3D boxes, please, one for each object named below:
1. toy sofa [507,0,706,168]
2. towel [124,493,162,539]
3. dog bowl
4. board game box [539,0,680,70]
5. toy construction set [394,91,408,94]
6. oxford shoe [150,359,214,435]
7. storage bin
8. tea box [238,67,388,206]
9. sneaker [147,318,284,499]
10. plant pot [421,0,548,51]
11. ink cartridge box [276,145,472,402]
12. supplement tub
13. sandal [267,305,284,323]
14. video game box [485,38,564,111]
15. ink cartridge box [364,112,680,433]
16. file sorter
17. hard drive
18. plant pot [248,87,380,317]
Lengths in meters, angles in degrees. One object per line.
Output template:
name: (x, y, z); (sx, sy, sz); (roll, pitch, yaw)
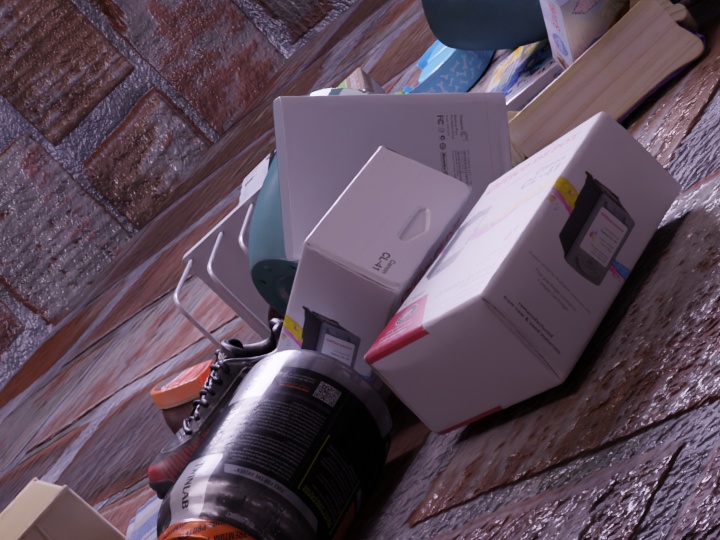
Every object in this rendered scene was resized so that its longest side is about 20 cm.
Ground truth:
toy sofa: (0.208, -0.160, 1.701); (0.200, 0.098, 0.083); (-43, -14, 9)
towel: (-0.155, 0.220, 1.744); (0.147, 0.024, 0.200); (-41, 13, 7)
dog bowl: (0.119, -0.262, 2.455); (0.111, 0.050, 0.200); (-40, 13, 27)
board game box: (0.251, -0.274, 1.749); (0.199, 0.041, 0.200); (-40, -18, 0)
toy construction set: (0.037, -0.103, 1.931); (0.092, 0.131, 0.200); (94, 163, -47)
oxford shoe: (-0.099, 0.114, 1.842); (0.200, 0.073, 0.071); (-17, 13, 29)
storage bin: (-0.334, 0.306, 1.906); (0.199, 0.094, 0.200); (-48, 12, -15)
tea box: (-0.022, -0.102, 2.152); (0.197, 0.134, 0.200); (-43, 11, 7)
sneaker: (-0.116, 0.116, 1.714); (0.200, 0.098, 0.071); (-37, 15, -2)
plant pot: (0.167, -0.307, 1.923); (0.135, 0.200, 0.200); (15, 50, 30)
ink cartridge box: (0.002, 0.027, 1.503); (0.148, 0.086, 0.200); (-54, -16, -46)
supplement tub: (-0.064, 0.157, 1.369); (0.122, 0.123, 0.200); (-36, 13, 39)
sandal: (0.001, 0.000, 1.858); (0.200, 0.075, 0.048); (-35, 16, 4)
video game box: (0.197, -0.209, 1.975); (0.182, 0.047, 0.200); (-36, 14, 28)
ink cartridge box: (0.113, 0.003, 1.349); (0.148, 0.086, 0.200); (-33, 18, 51)
file sorter: (-0.072, -0.008, 1.982); (0.200, 0.139, 0.125); (-41, 14, 18)
hard drive: (0.030, -0.079, 1.607); (0.200, 0.132, 0.027); (-3, -5, -21)
plant pot: (-0.005, -0.033, 1.702); (0.161, 0.201, 0.201); (-60, 16, -25)
